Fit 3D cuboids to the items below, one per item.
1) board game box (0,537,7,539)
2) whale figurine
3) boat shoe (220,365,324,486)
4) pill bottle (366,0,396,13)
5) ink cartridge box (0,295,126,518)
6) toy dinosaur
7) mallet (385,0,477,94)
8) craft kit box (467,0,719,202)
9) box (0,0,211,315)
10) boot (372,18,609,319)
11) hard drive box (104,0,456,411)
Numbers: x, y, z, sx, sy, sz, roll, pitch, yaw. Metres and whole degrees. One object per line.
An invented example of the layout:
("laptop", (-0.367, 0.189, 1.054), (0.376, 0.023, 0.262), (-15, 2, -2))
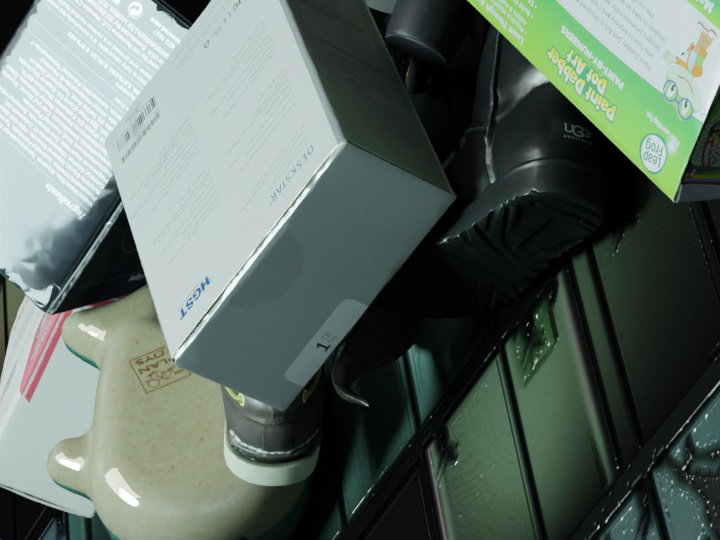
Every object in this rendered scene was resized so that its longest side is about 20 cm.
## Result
("board game box", (-0.127, 0.205, 1.663), (0.200, 0.135, 0.035), (19, 90, 66))
("whale figurine", (-0.105, 0.096, 1.691), (0.200, 0.158, 0.104), (56, 164, 40))
("boat shoe", (-0.051, 0.032, 1.635), (0.202, 0.071, 0.061), (-100, 11, -51))
("pill bottle", (0.021, -0.247, 1.694), (0.114, 0.113, 0.201), (-53, 30, 35))
("ink cartridge box", (-0.177, 0.043, 1.900), (0.200, 0.084, 0.146), (-93, 28, -62))
("toy dinosaur", (0.000, 0.000, 1.603), (0.077, 0.102, 0.200), (-54, 36, 18))
("mallet", (0.042, -0.137, 1.594), (0.200, 0.041, 0.066), (82, -147, -87))
("craft kit box", (0.133, -0.168, 1.336), (0.200, 0.048, 0.198), (49, 130, 40))
("box", (-0.133, -0.095, 1.768), (0.197, 0.124, 0.200), (-56, -15, 19))
("boot", (0.074, -0.077, 1.511), (0.198, 0.073, 0.163), (-35, 41, 53))
("hard drive box", (-0.048, -0.053, 1.538), (0.156, 0.077, 0.200), (-51, 34, 23))
